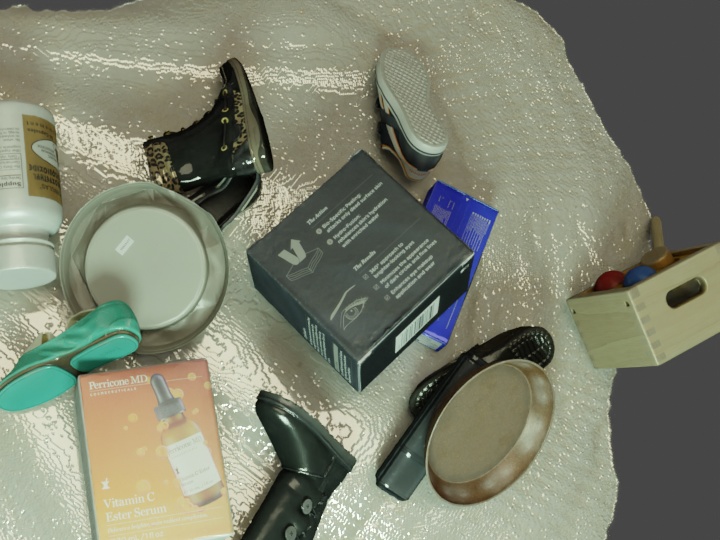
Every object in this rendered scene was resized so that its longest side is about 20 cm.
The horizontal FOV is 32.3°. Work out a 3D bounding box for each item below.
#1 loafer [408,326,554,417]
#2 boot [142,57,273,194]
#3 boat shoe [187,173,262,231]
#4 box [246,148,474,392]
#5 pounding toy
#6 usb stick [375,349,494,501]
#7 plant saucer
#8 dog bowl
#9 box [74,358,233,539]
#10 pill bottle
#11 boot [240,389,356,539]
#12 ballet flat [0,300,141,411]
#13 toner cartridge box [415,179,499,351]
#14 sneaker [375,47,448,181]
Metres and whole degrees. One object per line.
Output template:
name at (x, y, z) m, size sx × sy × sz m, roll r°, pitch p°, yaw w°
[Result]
loafer at (0.150, 0.133, 1.570) m, size 0.198 × 0.071 × 0.074 m, roll -26°, pitch 101°, yaw -6°
boot at (-0.196, -0.175, 1.554) m, size 0.149 × 0.073 × 0.201 m, roll -20°, pitch 51°, yaw 1°
boat shoe at (-0.199, -0.066, 1.533) m, size 0.200 × 0.063 × 0.073 m, roll -42°, pitch 87°, yaw -22°
box at (0.000, 0.000, 1.506) m, size 0.196 × 0.118 × 0.200 m, roll -42°, pitch 73°, yaw -16°
pounding toy at (0.384, 0.021, 1.615) m, size 0.199 × 0.184 × 0.143 m, roll -25°, pitch 93°, yaw -20°
usb stick at (0.091, 0.189, 1.513) m, size 0.055 × 0.033 × 0.201 m, roll 36°, pitch 90°, yaw -16°
plant saucer at (0.151, 0.191, 1.511) m, size 0.199 × 0.202 × 0.034 m, roll -29°, pitch 39°, yaw -21°
dog bowl at (-0.251, -0.005, 1.470) m, size 0.197 × 0.059 × 0.203 m, roll 0°, pitch 93°, yaw -3°
box at (-0.238, 0.216, 1.414) m, size 0.151 × 0.106 × 0.202 m, roll -7°, pitch 76°, yaw -17°
pill bottle at (-0.407, -0.086, 1.456) m, size 0.113 × 0.114 × 0.202 m, roll -4°, pitch 75°, yaw -16°
boot at (-0.104, 0.263, 1.434) m, size 0.165 × 0.065 × 0.201 m, roll 44°, pitch 67°, yaw -29°
ballet flat at (-0.335, 0.093, 1.425) m, size 0.199 × 0.067 × 0.071 m, roll -27°, pitch 50°, yaw 15°
toner cartridge box at (0.099, -0.007, 1.607) m, size 0.094 × 0.043 × 0.202 m, roll 27°, pitch 69°, yaw -7°
sneaker at (0.057, -0.206, 1.644) m, size 0.078 × 0.080 × 0.201 m, roll 4°, pitch 48°, yaw -20°
